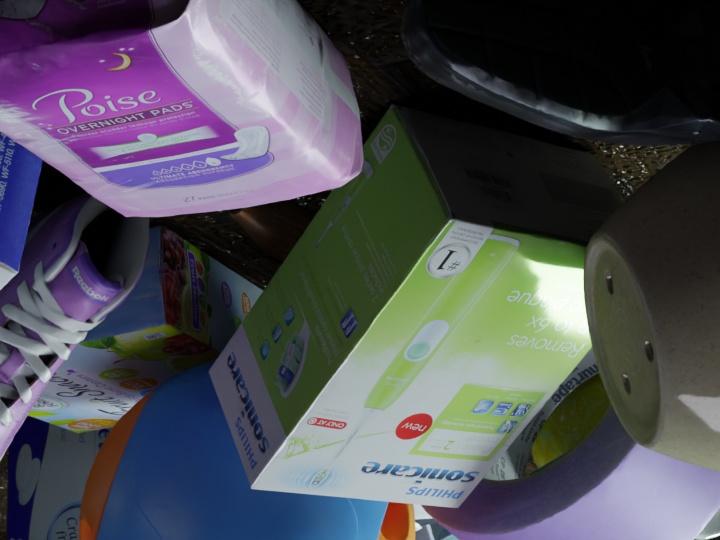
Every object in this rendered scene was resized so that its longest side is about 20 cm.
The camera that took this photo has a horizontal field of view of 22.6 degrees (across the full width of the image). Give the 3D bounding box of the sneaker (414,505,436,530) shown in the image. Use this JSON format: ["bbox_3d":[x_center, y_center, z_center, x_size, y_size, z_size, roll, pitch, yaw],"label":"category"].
[{"bbox_3d":[0.033,0.166,1.265,0.128,0.080,0.201,3,124,10],"label":"sneaker"}]

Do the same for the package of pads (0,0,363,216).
[{"bbox_3d":[-0.083,-0.084,0.723,0.119,0.077,0.200,-11,161,15],"label":"package of pads"}]

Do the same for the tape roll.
[{"bbox_3d":[0.127,0.088,1.073,0.199,0.202,0.085,-17,135,38],"label":"tape roll"}]

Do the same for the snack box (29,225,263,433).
[{"bbox_3d":[-0.154,0.043,1.128,0.167,0.068,0.200,-11,160,17],"label":"snack box"}]

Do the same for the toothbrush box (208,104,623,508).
[{"bbox_3d":[0.035,0.026,0.941,0.144,0.087,0.200,11,130,-36],"label":"toothbrush box"}]

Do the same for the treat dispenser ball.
[{"bbox_3d":[-0.066,0.153,1.062,0.198,0.203,0.201,-3,163,-1],"label":"treat dispenser ball"}]

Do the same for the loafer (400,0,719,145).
[{"bbox_3d":[0.093,-0.083,0.767,0.198,0.074,0.072,10,162,-34],"label":"loafer"}]

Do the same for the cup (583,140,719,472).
[{"bbox_3d":[0.187,0.016,0.837,0.142,0.202,0.200,-12,164,-10],"label":"cup"}]

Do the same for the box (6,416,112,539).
[{"bbox_3d":[-0.144,0.150,1.280,0.198,0.186,0.105,-10,160,21],"label":"box"}]

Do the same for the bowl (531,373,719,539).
[{"bbox_3d":[0.225,0.115,1.214,0.198,0.108,0.201,-21,144,-16],"label":"bowl"}]

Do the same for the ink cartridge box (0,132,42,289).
[{"bbox_3d":[-0.182,-0.031,0.831,0.039,0.101,0.200,16,157,-21],"label":"ink cartridge box"}]

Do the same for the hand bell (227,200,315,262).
[{"bbox_3d":[0.000,0.000,1.035,0.103,0.105,0.199,-17,145,39],"label":"hand bell"}]

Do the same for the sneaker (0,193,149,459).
[{"bbox_3d":[-0.176,0.035,0.917,0.072,0.202,0.114,38,149,-21],"label":"sneaker"}]

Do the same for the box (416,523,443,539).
[{"bbox_3d":[-0.022,0.186,1.429,0.198,0.149,0.108,-8,119,17],"label":"box"}]

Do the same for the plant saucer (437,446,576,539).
[{"bbox_3d":[0.143,0.135,1.145,0.199,0.019,0.070,-34,135,23],"label":"plant saucer"}]
